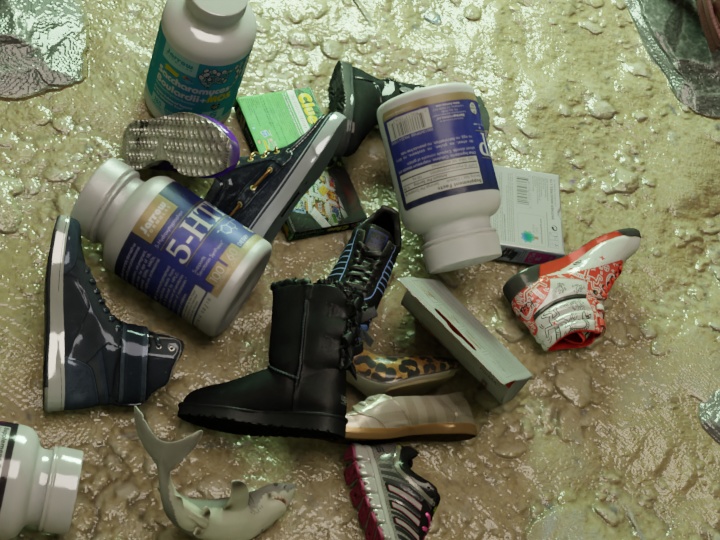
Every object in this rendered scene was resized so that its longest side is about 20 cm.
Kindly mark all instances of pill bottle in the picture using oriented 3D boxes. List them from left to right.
[{"bbox_3d":[-0.371,0.196,1.383,0.199,0.112,0.112,12,56,-12],"label":"pill bottle"},{"bbox_3d":[-0.208,-0.030,1.566,0.199,0.120,0.120,32,55,3],"label":"pill bottle"},{"bbox_3d":[-0.184,-0.256,1.675,0.110,0.200,0.111,8,56,-13],"label":"pill bottle"},{"bbox_3d":[0.097,-0.104,1.667,0.119,0.120,0.201,-11,84,-24],"label":"pill bottle"}]

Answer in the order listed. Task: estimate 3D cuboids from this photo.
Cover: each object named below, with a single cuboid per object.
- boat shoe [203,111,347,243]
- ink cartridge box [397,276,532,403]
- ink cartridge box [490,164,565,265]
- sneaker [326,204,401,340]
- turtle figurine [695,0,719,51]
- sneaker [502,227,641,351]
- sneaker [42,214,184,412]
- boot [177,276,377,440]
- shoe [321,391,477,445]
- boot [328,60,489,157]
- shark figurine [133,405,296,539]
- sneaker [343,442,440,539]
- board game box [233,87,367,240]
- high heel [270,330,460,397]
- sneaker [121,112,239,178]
[{"bbox_3d":[-0.103,-0.116,1.660,0.091,0.071,0.201,34,81,9],"label":"boat shoe"},{"bbox_3d":[0.106,0.079,1.581,0.162,0.050,0.200,45,12,12],"label":"ink cartridge box"},{"bbox_3d":[0.148,-0.074,1.770,0.199,0.042,0.120,9,57,-12],"label":"ink cartridge box"},{"bbox_3d":[0.000,0.000,1.618,0.070,0.078,0.200,20,35,0],"label":"sneaker"},{"bbox_3d":[0.525,-0.422,2.058,0.193,0.201,0.144,35,20,10],"label":"turtle figurine"},{"bbox_3d":[0.276,0.028,1.736,0.200,0.067,0.108,-22,69,-25],"label":"sneaker"},{"bbox_3d":[-0.258,0.044,1.510,0.145,0.077,0.204,0,86,-13],"label":"sneaker"},{"bbox_3d":[-0.087,0.090,1.515,0.197,0.073,0.164,2,72,17],"label":"boot"},{"bbox_3d":[0.034,0.159,1.566,0.199,0.070,0.054,2,77,-28],"label":"shoe"},{"bbox_3d":[0.062,-0.179,1.779,0.199,0.066,0.165,16,43,-14],"label":"boot"},{"bbox_3d":[-0.169,0.227,1.440,0.089,0.214,0.129,23,79,43],"label":"shark figurine"},{"bbox_3d":[0.050,0.263,1.505,0.087,0.074,0.201,-10,58,-17],"label":"sneaker"},{"bbox_3d":[-0.073,-0.131,1.743,0.104,0.023,0.201,-11,63,-23],"label":"board game box"},{"bbox_3d":[0.004,0.080,1.608,0.199,0.072,0.143,-11,64,-19],"label":"high heel"},{"bbox_3d":[-0.179,-0.142,1.631,0.099,0.200,0.070,-1,98,-40],"label":"sneaker"}]
